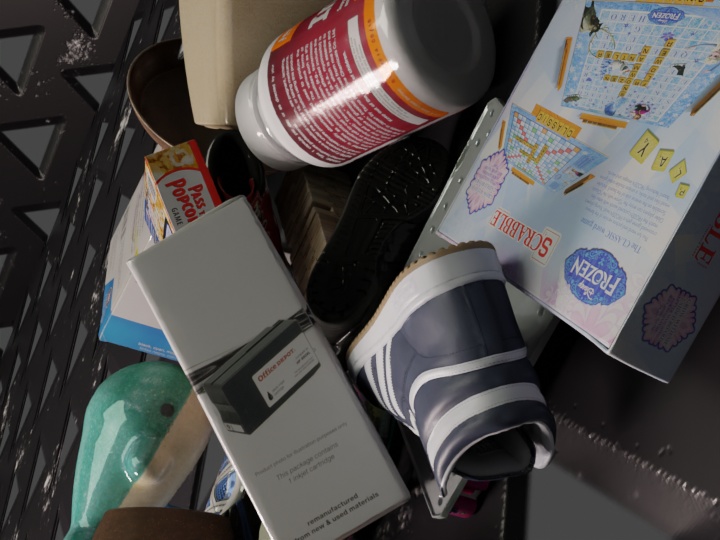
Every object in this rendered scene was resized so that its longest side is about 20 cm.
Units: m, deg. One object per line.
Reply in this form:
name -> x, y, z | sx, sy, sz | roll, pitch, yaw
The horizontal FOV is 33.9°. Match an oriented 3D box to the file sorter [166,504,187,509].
file sorter -> -0.187, 0.310, 1.039 | 0.140, 0.122, 0.200 | -67, 22, 14

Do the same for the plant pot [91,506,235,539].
plant pot -> -0.145, 0.276, 0.836 | 0.187, 0.185, 0.202 | 146, 131, -58

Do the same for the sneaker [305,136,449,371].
sneaker -> 0.003, 0.001, 0.870 | 0.201, 0.060, 0.105 | -58, -15, -25

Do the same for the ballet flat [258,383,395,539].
ballet flat -> -0.031, 0.163, 0.828 | 0.069, 0.071, 0.202 | 13, 85, 63

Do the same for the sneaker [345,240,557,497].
sneaker -> 0.045, 0.073, 0.637 | 0.200, 0.069, 0.109 | 110, 143, -66

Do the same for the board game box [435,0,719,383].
board game box -> 0.135, -0.072, 0.587 | 0.201, 0.041, 0.200 | -61, 24, 7

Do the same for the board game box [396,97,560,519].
board game box -> 0.075, 0.019, 0.737 | 0.201, 0.026, 0.200 | -63, 23, 22

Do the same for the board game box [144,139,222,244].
board game box -> -0.122, 0.015, 0.967 | 0.152, 0.046, 0.202 | 125, 123, -72

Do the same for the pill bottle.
pill bottle -> -0.004, -0.145, 0.886 | 0.199, 0.112, 0.114 | -20, 54, 45

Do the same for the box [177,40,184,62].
box -> -0.080, -0.280, 1.183 | 0.044, 0.159, 0.202 | -11, 63, 68

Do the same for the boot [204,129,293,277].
boot -> -0.100, -0.021, 1.035 | 0.144, 0.072, 0.202 | -143, 42, -83

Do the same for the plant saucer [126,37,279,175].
plant saucer -> -0.139, -0.158, 1.183 | 0.202, 0.198, 0.035 | -94, 23, -44

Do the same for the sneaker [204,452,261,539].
sneaker -> -0.089, 0.200, 0.961 | 0.202, 0.075, 0.077 | -67, 12, -14

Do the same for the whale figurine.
whale figurine -> -0.205, 0.165, 0.996 | 0.201, 0.103, 0.159 | -57, 7, -22

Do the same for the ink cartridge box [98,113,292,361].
ink cartridge box -> -0.167, -0.025, 1.220 | 0.200, 0.143, 0.148 | -54, 27, 39

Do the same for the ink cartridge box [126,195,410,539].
ink cartridge box -> -0.053, 0.071, 0.731 | 0.201, 0.084, 0.145 | 61, 176, 10

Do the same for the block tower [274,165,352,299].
block tower -> -0.028, -0.030, 1.000 | 0.058, 0.054, 0.201 | -64, 23, 24

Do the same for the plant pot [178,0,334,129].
plant pot -> -0.062, -0.207, 1.055 | 0.200, 0.198, 0.179 | -161, 79, -69
